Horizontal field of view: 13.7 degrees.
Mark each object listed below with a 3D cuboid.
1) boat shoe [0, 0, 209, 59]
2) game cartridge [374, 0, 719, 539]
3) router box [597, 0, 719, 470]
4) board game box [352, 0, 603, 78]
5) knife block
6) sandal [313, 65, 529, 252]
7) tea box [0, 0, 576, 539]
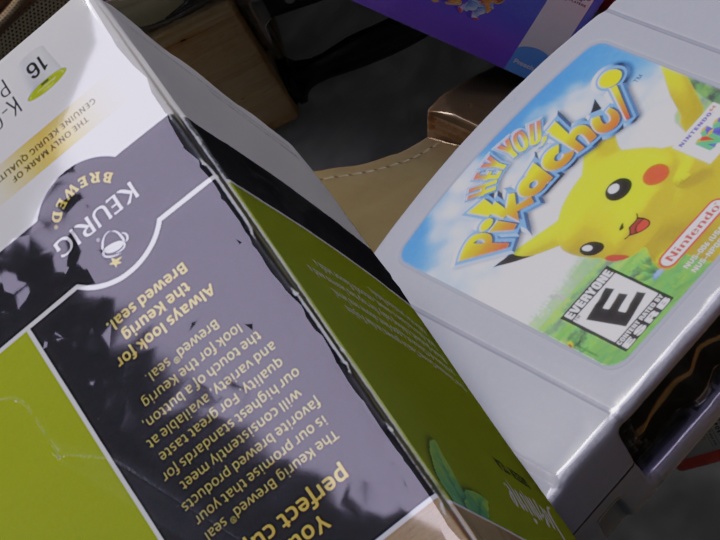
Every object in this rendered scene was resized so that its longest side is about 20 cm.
[{"bbox_3d":[-0.132,-0.105,1.057,0.199,0.074,0.076,-31,39,2],"label":"boat shoe"},{"bbox_3d":[0.078,-0.012,0.882,0.200,0.041,0.133,-47,36,-14],"label":"game cartridge"},{"bbox_3d":[0.167,-0.049,0.927,0.179,0.049,0.201,-18,42,17],"label":"router box"},{"bbox_3d":[-0.017,-0.151,1.011,0.045,0.199,0.135,-57,20,30],"label":"board game box"},{"bbox_3d":[-0.065,-0.077,1.093,0.175,0.064,0.200,10,55,40],"label":"knife block"},{"bbox_3d":[0.004,0.003,0.975,0.211,0.070,0.078,-28,47,-31],"label":"sandal"},{"bbox_3d":[-0.070,0.076,0.777,0.200,0.134,0.197,-39,64,8],"label":"tea box"}]
